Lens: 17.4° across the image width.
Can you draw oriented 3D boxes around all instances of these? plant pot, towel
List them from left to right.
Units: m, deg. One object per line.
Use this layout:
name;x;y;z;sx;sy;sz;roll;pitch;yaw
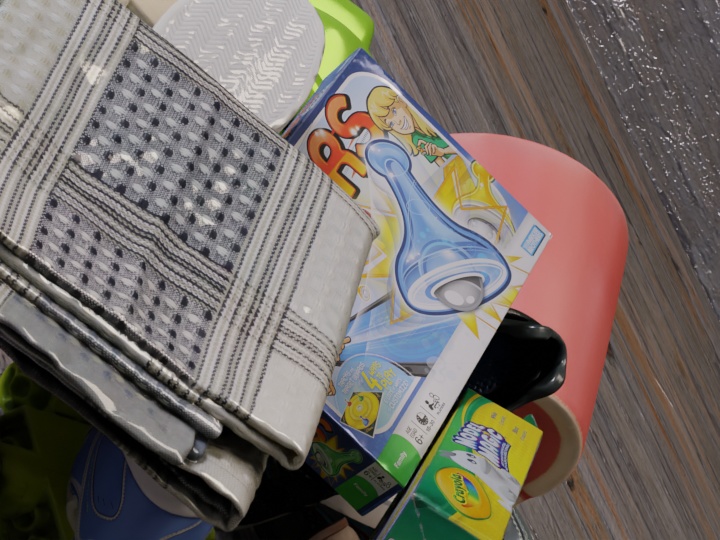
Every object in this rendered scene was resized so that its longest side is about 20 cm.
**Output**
towel;-0.083;-0.020;0.899;0.193;0.035;0.200;41;37;-15
plant pot;0.071;0.041;1.494;0.200;0.200;0.177;52;30;-39

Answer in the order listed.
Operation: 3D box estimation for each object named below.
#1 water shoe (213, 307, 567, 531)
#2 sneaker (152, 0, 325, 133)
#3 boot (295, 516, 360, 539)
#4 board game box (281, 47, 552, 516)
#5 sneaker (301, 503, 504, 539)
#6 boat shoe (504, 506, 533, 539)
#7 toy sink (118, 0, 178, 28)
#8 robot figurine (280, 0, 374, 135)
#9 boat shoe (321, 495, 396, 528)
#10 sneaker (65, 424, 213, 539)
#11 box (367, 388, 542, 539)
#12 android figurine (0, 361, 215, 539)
water shoe;0.007;0.065;1.138;0.079;0.200;0.072;7;-59;64
sneaker;-0.095;-0.043;1.031;0.074;0.116;0.200;40;51;-7
boot;0.003;0.201;1.192;0.146;0.070;0.200;58;9;4
board game box;0.000;0.000;1.086;0.135;0.034;0.200;43;42;-9
sneaker;-0.017;0.119;1.298;0.200;0.096;0.079;47;52;7
boat shoe;0.026;0.107;1.347;0.200;0.073;0.062;48;-17;16
toy sink;-0.147;-0.111;1.098;0.200;0.130;0.112;51;21;-43
robot figurine;-0.059;-0.066;1.257;0.116;0.175;0.200;34;58;-24
boat shoe;-0.008;0.078;1.210;0.200;0.069;0.072;29;10;-4
sneaker;-0.089;0.078;0.977;0.076;0.077;0.200;37;4;-3
box;0.027;0.125;1.043;0.048;0.117;0.200;33;15;4
android figurine;-0.108;0.127;1.023;0.200;0.041;0.182;29;38;-62
